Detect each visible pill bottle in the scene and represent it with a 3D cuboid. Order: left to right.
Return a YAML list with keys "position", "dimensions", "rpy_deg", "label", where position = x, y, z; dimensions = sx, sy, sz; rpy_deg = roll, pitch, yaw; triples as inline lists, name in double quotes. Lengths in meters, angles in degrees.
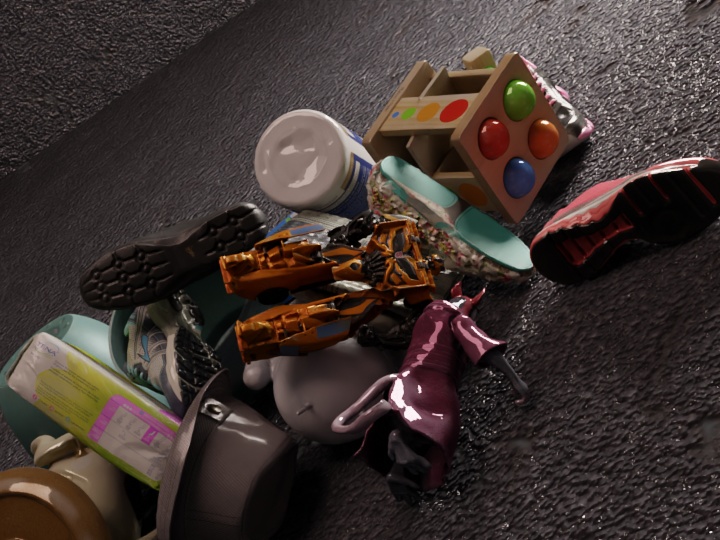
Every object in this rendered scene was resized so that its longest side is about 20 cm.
- position: [-0.032, -0.107, 1.462]
  dimensions: [0.111, 0.111, 0.200]
  rpy_deg: [-35, -19, 13]
  label: "pill bottle"

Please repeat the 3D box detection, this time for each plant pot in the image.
- position: [-0.330, 0.293, 1.245]
  dimensions: [0.200, 0.200, 0.027]
  rpy_deg: [-33, -15, 17]
  label: "plant pot"
- position: [-0.348, 0.152, 1.572]
  dimensions: [0.200, 0.161, 0.201]
  rpy_deg: [-34, 22, 16]
  label: "plant pot"
- position: [-0.163, 0.067, 1.430]
  dimensions: [0.200, 0.134, 0.201]
  rpy_deg: [-20, 49, 25]
  label: "plant pot"

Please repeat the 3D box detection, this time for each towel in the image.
- position: [0.000, 0.000, 1.272]
  dimensions: [0.193, 0.200, 0.035]
  rpy_deg: [-46, -30, -65]
  label: "towel"

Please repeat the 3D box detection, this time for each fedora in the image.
- position: [-0.111, 0.187, 1.166]
  dimensions: [0.090, 0.177, 0.200]
  rpy_deg: [11, 14, 11]
  label: "fedora"

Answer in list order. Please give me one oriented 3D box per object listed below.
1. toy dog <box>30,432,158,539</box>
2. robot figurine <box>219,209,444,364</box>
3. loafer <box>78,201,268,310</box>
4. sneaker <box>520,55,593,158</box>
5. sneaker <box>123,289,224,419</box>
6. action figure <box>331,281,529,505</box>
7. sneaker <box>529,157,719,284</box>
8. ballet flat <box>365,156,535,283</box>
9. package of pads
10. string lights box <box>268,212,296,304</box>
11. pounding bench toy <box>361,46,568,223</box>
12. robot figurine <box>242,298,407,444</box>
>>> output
- position: [-0.274, 0.221, 1.357]
  dimensions: [0.194, 0.140, 0.200]
  rpy_deg: [-8, 36, 32]
  label: "toy dog"
- position: [-0.020, 0.013, 1.152]
  dimensions: [0.200, 0.058, 0.145]
  rpy_deg: [-14, 62, -5]
  label: "robot figurine"
- position: [-0.187, -0.011, 1.297]
  dimensions: [0.200, 0.068, 0.070]
  rpy_deg: [-23, -2, -2]
  label: "loafer"
- position: [0.196, -0.187, 1.430]
  dimensions: [0.079, 0.095, 0.200]
  rpy_deg: [-35, 23, 9]
  label: "sneaker"
- position: [-0.193, 0.096, 1.292]
  dimensions: [0.086, 0.078, 0.200]
  rpy_deg: [-43, 34, 12]
  label: "sneaker"
- position: [0.052, 0.088, 1.079]
  dimensions: [0.134, 0.149, 0.200]
  rpy_deg: [-23, 41, 50]
  label: "action figure"
- position: [0.240, -0.063, 1.144]
  dimensions: [0.200, 0.074, 0.087]
  rpy_deg: [-25, 25, 34]
  label: "sneaker"
- position: [0.087, -0.040, 1.271]
  dimensions: [0.076, 0.200, 0.064]
  rpy_deg: [-31, -28, -44]
  label: "ballet flat"
- position: [-0.237, 0.145, 1.255]
  dimensions: [0.068, 0.200, 0.155]
  rpy_deg: [-57, -13, -7]
  label: "package of pads"
- position: [-0.104, -0.007, 1.619]
  dimensions: [0.200, 0.059, 0.103]
  rpy_deg: [-40, 21, -1]
  label: "string lights box"
- position: [0.134, -0.162, 1.334]
  dimensions: [0.156, 0.124, 0.200]
  rpy_deg: [3, 51, 47]
  label: "pounding bench toy"
- position: [-0.027, 0.091, 1.228]
  dimensions: [0.169, 0.113, 0.200]
  rpy_deg: [-4, 25, -2]
  label: "robot figurine"
